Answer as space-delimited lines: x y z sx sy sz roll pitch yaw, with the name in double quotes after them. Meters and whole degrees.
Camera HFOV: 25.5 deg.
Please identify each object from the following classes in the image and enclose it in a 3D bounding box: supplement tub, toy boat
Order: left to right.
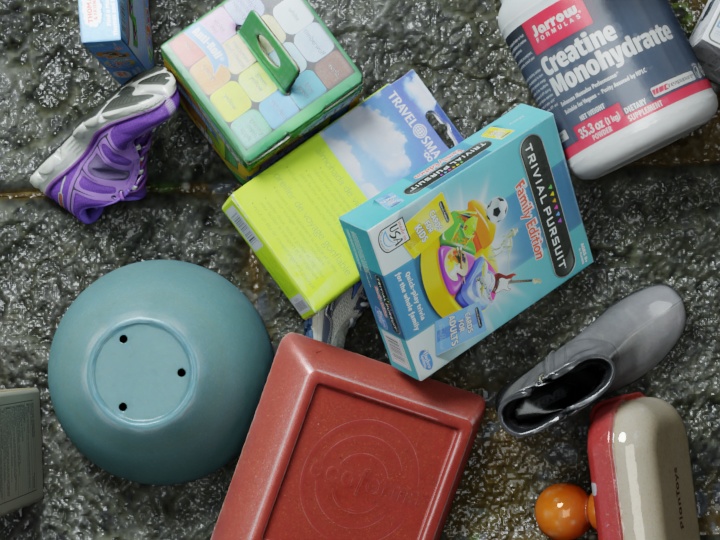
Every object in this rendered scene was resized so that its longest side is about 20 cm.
0.204 -0.192 1.367 0.140 0.140 0.200 -26 87 -1 "supplement tub"
0.212 0.208 1.369 0.131 0.130 0.200 -8 85 30 "toy boat"

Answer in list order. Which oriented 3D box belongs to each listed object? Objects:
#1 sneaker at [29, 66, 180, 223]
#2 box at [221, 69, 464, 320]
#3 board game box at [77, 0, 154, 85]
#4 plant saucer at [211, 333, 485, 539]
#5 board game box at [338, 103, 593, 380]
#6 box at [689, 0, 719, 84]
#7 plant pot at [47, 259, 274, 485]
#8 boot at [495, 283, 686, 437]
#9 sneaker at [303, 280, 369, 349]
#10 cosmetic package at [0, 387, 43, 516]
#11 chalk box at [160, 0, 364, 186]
-0.202 -0.104 1.361 0.083 0.200 0.081 46 49 -9 "sneaker"
-0.002 -0.066 1.345 0.200 0.048 0.122 -37 92 -20 "box"
-0.208 -0.247 1.342 0.037 0.200 0.152 -6 86 1 "board game box"
-0.003 0.177 1.355 0.199 0.037 0.200 20 89 -20 "plant saucer"
0.093 -0.025 1.336 0.200 0.047 0.151 -33 122 -22 "board game box"
0.354 -0.265 1.383 0.060 0.117 0.200 26 86 2 "box"
-0.176 0.087 1.356 0.200 0.135 0.201 0 87 0 "plant pot"
0.205 0.082 1.355 0.200 0.132 0.070 -38 87 -2 "boot"
0.000 0.000 1.391 0.085 0.077 0.200 11 87 -3 "sneaker"
-0.320 0.151 1.320 0.071 0.200 0.105 -3 86 1 "cosmetic package"
-0.082 -0.161 1.333 0.124 0.200 0.125 -36 87 -6 "chalk box"
